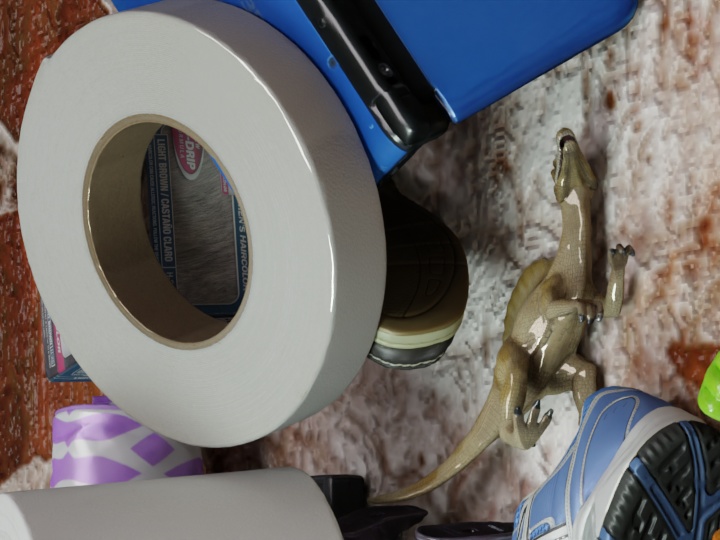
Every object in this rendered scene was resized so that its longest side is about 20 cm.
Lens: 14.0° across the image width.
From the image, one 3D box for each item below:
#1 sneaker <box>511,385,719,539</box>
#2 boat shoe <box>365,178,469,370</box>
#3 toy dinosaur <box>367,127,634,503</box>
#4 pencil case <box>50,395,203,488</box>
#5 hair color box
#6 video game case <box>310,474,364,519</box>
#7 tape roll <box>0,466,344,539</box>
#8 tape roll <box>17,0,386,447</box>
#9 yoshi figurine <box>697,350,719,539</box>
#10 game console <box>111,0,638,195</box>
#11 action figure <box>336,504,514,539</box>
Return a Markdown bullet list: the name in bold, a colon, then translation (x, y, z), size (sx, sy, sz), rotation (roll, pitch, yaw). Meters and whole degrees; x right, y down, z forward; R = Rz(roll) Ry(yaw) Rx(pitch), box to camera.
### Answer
- **sneaker**: translation (0.095, 0.141, 1.229), size (0.200, 0.076, 0.077), rotation (-66, 30, 14)
- **boat shoe**: translation (0.000, 0.000, 1.359), size (0.200, 0.073, 0.065), rotation (-120, 29, -59)
- **toy dinosaur**: translation (0.078, 0.042, 1.282), size (0.200, 0.058, 0.101), rotation (-66, 26, 17)
- **pencil case**: translation (-0.115, 0.161, 1.451), size (0.085, 0.084, 0.201), rotation (142, 130, -81)
- **hair color box**: translation (-0.108, -0.008, 1.469), size (0.200, 0.060, 0.100), rotation (151, 117, -66)
- **video game case**: translation (-0.065, 0.197, 1.464), size (0.200, 0.025, 0.181), rotation (-9, 79, 51)
- **tape roll**: translation (-0.087, 0.193, 1.305), size (0.203, 0.139, 0.203), rotation (176, 90, -72)
- **tape roll**: translation (-0.074, -0.021, 1.299), size (0.203, 0.037, 0.203), rotation (17, 116, 38)
- **yoshi figurine**: translation (0.191, 0.040, 1.085), size (0.112, 0.112, 0.201), rotation (12, 94, 37)
- **game console**: translation (-0.007, -0.136, 1.304), size (0.200, 0.118, 0.171), rotation (58, 136, 12)
- **action figure**: translation (0.027, 0.210, 1.309), size (0.130, 0.069, 0.201), rotation (11, 103, 46)
